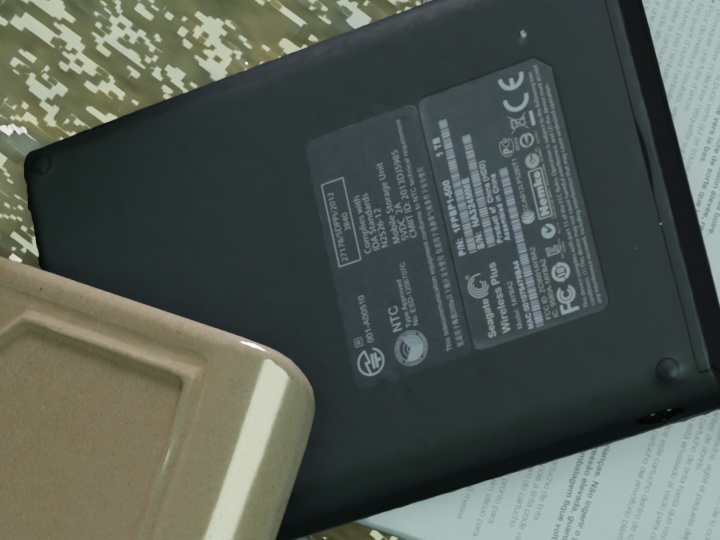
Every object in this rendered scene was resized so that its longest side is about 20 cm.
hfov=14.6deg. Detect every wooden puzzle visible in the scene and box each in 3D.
[{"bbox_3d":[-0.114,0.091,0.834,0.200,0.037,0.186,17,88,37],"label":"wooden puzzle"}]

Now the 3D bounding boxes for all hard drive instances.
[{"bbox_3d":[0.000,0.000,0.834,0.200,0.033,0.140,-19,72,19],"label":"hard drive"}]

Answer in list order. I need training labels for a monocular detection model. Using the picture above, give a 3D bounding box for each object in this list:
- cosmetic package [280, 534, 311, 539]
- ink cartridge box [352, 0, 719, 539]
[{"bbox_3d":[-0.050,0.182,0.811,0.200,0.151,0.052,-45,130,-6],"label":"cosmetic package"},{"bbox_3d":[0.092,0.008,0.878,0.199,0.043,0.197,20,86,-2],"label":"ink cartridge box"}]
